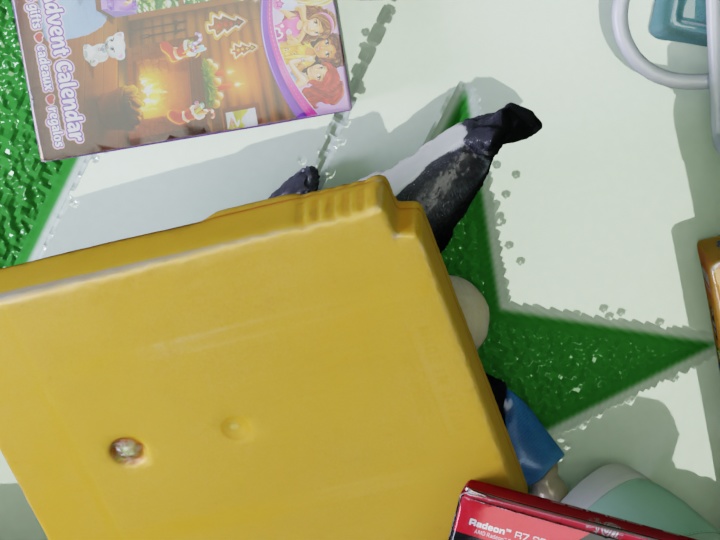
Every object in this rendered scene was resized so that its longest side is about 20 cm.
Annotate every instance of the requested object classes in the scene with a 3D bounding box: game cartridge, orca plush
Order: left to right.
[{"bbox_3d":[-0.049,0.054,0.976,0.199,0.033,0.177,-14,126,11],"label":"game cartridge"},{"bbox_3d":[0.000,0.000,1.021,0.200,0.105,0.071,-37,116,13],"label":"orca plush"}]

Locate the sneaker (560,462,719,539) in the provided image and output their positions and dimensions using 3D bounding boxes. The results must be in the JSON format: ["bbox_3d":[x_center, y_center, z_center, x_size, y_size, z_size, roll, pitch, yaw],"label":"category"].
[{"bbox_3d":[0.090,0.178,1.002,0.200,0.118,0.074,-47,135,-15],"label":"sneaker"}]

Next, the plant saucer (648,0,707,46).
[{"bbox_3d":[0.229,-0.118,1.039,0.199,0.019,0.070,10,99,-2],"label":"plant saucer"}]

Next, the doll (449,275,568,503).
[{"bbox_3d":[0.022,0.101,1.055,0.136,0.048,0.201,9,98,-8],"label":"doll"}]

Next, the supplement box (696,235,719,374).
[{"bbox_3d":[0.195,0.081,1.045,0.068,0.067,0.201,-9,98,3],"label":"supplement box"}]

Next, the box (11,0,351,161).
[{"bbox_3d":[-0.086,-0.156,1.022,0.136,0.039,0.201,-10,98,0],"label":"box"}]

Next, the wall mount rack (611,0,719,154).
[{"bbox_3d":[0.205,-0.135,0.988,0.199,0.075,0.175,-4,101,0],"label":"wall mount rack"}]

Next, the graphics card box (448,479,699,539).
[{"bbox_3d":[0.076,0.195,0.956,0.125,0.051,0.201,14,93,5],"label":"graphics card box"}]
